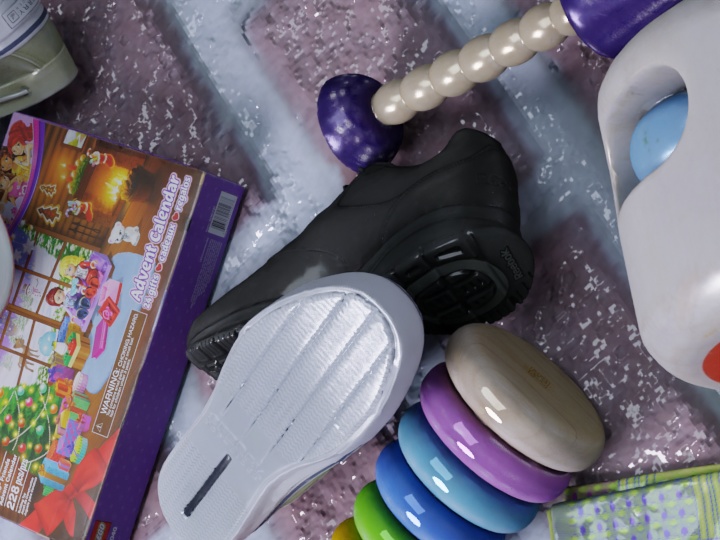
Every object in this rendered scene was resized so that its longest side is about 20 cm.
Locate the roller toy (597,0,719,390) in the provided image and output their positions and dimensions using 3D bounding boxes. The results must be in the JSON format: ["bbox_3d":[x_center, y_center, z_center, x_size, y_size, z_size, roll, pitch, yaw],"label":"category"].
[{"bbox_3d":[0.192,-0.043,0.924,0.199,0.182,0.141,-19,69,27],"label":"roller toy"}]

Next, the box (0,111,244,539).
[{"bbox_3d":[-0.152,0.031,1.203,0.136,0.039,0.202,17,89,34],"label":"box"}]

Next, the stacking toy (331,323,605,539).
[{"bbox_3d":[0.019,0.122,1.059,0.200,0.085,0.085,-51,59,18],"label":"stacking toy"}]

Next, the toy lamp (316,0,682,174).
[{"bbox_3d":[0.066,-0.101,1.066,0.199,0.058,0.059,-27,66,38],"label":"toy lamp"}]

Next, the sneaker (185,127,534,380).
[{"bbox_3d":[0.000,0.000,1.106,0.199,0.076,0.091,-23,47,31],"label":"sneaker"}]

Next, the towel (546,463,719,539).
[{"bbox_3d":[0.151,0.183,0.995,0.143,0.023,0.202,-12,74,30],"label":"towel"}]

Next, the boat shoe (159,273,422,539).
[{"bbox_3d":[-0.027,0.058,1.055,0.072,0.062,0.200,52,135,8],"label":"boat shoe"}]

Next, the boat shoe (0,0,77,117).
[{"bbox_3d":[-0.237,-0.092,1.268,0.199,0.072,0.062,-20,113,38],"label":"boat shoe"}]

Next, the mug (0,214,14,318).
[{"bbox_3d":[-0.266,0.028,1.214,0.134,0.177,0.200,55,134,10],"label":"mug"}]
